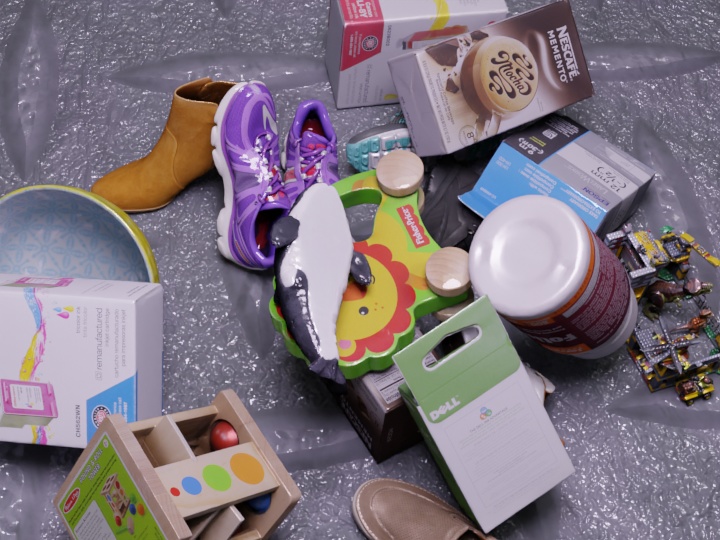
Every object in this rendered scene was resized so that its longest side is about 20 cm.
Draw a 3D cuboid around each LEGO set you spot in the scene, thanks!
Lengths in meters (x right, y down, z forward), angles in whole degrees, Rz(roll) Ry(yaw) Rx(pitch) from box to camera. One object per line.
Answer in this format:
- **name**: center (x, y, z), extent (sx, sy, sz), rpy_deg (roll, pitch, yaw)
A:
- **LEGO set**: center (0.332, 0.026, 1.167), extent (0.153, 0.116, 0.201), rpy_deg (-8, 57, -11)

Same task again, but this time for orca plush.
- **orca plush**: center (-0.045, 0.020, 1.006), extent (0.105, 0.071, 0.201), rpy_deg (4, 62, -39)

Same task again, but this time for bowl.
- **bowl**: center (-0.285, 0.008, 1.115), extent (0.199, 0.201, 0.108), rpy_deg (15, 13, 5)

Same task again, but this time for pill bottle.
- **pill bottle**: center (0.189, 0.015, 1.052), extent (0.114, 0.200, 0.115), rpy_deg (-11, 67, 27)

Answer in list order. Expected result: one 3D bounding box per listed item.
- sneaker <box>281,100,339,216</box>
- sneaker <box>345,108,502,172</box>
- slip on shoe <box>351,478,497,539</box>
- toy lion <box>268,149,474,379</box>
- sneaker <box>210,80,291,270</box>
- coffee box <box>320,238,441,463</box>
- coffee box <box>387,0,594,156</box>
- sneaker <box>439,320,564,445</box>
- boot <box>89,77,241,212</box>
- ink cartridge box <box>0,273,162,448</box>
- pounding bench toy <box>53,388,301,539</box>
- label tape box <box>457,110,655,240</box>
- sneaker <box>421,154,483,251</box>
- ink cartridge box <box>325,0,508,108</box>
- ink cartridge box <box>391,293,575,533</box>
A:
- **sneaker**: center (-0.057, -0.105, 1.235), extent (0.080, 0.084, 0.201), rpy_deg (-4, 56, -8)
- **sneaker**: center (0.066, -0.165, 1.312), extent (0.199, 0.078, 0.091), rpy_deg (-14, 48, -23)
- **slip on shoe**: center (0.080, 0.252, 1.021), extent (0.200, 0.061, 0.076), rpy_deg (36, 60, 19)
- **toy lion**: center (0.000, 0.000, 1.058), extent (0.191, 0.069, 0.201), rpy_deg (-19, 59, -8)
- **sneaker**: center (-0.102, -0.099, 1.174), extent (0.080, 0.201, 0.083), rpy_deg (-15, 21, -39)
- **coffee box**: center (0.001, 0.074, 1.107), extent (0.080, 0.113, 0.200), rpy_deg (-25, 62, -20)
- **coffee box**: center (0.146, -0.213, 1.232), extent (0.199, 0.080, 0.114), rpy_deg (-24, 102, -20)
- **sneaker**: center (0.143, 0.107, 1.128), extent (0.084, 0.073, 0.201), rpy_deg (-14, 69, -18)
- **boot**: center (-0.205, -0.143, 1.219), extent (0.200, 0.144, 0.071), rpy_deg (-14, 56, -14)
- **ink cartridge box**: center (-0.291, 0.083, 1.032), extent (0.199, 0.146, 0.085), rpy_deg (3, 11, 8)
- **pounding bench toy**: center (-0.172, 0.223, 0.989), extent (0.156, 0.200, 0.124), rpy_deg (-7, 52, -49)
- **label tape box**: center (0.221, -0.094, 1.237), extent (0.143, 0.066, 0.200), rpy_deg (37, 38, 19)
- **sneaker**: center (0.093, -0.043, 1.224), extent (0.090, 0.076, 0.201), rpy_deg (26, 59, 5)
- **ink cartridge box**: center (0.065, -0.280, 1.339), extent (0.199, 0.145, 0.084), rpy_deg (-7, 57, -10)
- **ink cartridge box**: center (0.103, 0.123, 1.001), extent (0.104, 0.201, 0.059), rpy_deg (-31, 20, -8)
